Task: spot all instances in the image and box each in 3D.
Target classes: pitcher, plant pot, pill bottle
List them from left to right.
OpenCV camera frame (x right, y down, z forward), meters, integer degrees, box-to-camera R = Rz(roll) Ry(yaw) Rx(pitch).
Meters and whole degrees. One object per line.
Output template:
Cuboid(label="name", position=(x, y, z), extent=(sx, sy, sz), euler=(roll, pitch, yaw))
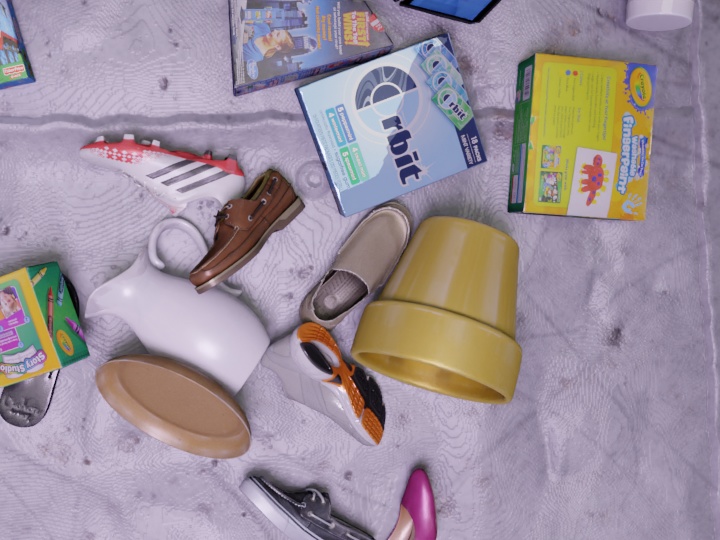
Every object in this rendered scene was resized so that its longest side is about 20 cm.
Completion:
Cuboid(label="plant pot", position=(-0.216, 0.157, 0.946), extent=(0.200, 0.200, 0.028), euler=(30, 53, -9))
Cuboid(label="pitcher", position=(-0.200, 0.043, 0.970), extent=(0.200, 0.121, 0.172), euler=(35, 65, -5))
Cuboid(label="plant pot", position=(0.109, 0.044, 0.977), extent=(0.200, 0.201, 0.189), euler=(20, 76, -9))
Cuboid(label="pill bottle", position=(0.390, -0.417, 1.025), extent=(0.111, 0.111, 0.201), euler=(4, 92, -9))

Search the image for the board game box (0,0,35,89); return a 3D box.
Cuboid(label="board game box", position=(-0.488, -0.305, 0.940), extent=(0.151, 0.037, 0.201), euler=(-15, 94, -7))

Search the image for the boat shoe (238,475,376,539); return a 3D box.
Cuboid(label="boat shoe", position=(-0.065, 0.313, 1.027), extent=(0.200, 0.072, 0.071), euler=(42, 78, -18))

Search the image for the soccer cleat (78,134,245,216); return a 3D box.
Cuboid(label="soccer cleat", position=(-0.241, -0.111, 0.973), extent=(0.199, 0.069, 0.085), euler=(8, 88, -13))

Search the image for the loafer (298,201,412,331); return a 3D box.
Cuboid(label="loafer", position=(0.000, 0.000, 1.011), extent=(0.076, 0.068, 0.200), euler=(37, 87, -9))

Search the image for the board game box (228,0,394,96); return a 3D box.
Cuboid(label="board game box", position=(-0.062, -0.321, 0.989), extent=(0.199, 0.062, 0.201), euler=(-3, 92, -10))

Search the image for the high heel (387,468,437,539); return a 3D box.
Cuboid(label="high heel", position=(0.043, 0.354, 1.035), extent=(0.096, 0.067, 0.201), euler=(1, 96, -19))

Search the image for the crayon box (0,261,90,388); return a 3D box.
Cuboid(label="crayon box", position=(-0.425, 0.077, 0.922), extent=(0.200, 0.058, 0.119), euler=(-18, 93, 16))

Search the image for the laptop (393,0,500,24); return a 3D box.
Cuboid(label="laptop", position=(0.101, -0.410, 0.964), extent=(0.200, 0.103, 0.177), euler=(48, 68, -16))

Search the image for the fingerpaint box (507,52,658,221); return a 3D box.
Cuboid(label="fingerpaint box", position=(0.286, -0.169, 1.042), extent=(0.166, 0.073, 0.201), euler=(3, 93, -8))

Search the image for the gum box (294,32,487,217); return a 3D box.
Cuboid(label="gum box", position=(0.040, -0.182, 1.008), extent=(0.200, 0.045, 0.170), euler=(-22, 105, -7))

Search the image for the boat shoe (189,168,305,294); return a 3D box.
Cuboid(label="boat shoe", position=(-0.146, -0.050, 0.948), extent=(0.068, 0.072, 0.200), euler=(56, 41, -16))

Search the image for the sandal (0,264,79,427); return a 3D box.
Cuboid(label="sandal", position=(-0.390, 0.094, 0.972), extent=(0.076, 0.043, 0.201), euler=(9, 92, -9))

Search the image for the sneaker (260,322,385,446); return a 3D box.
Cuboid(label="sneaker", position=(-0.046, 0.152, 1.021), extent=(0.092, 0.076, 0.200), euler=(-22, 116, 31))
